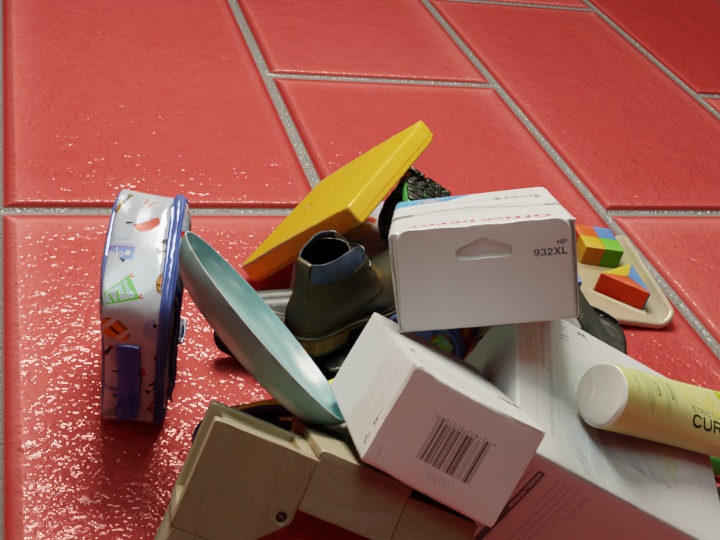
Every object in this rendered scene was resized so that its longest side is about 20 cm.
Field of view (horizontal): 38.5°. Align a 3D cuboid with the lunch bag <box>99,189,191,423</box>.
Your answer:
[{"bbox_3d":[-0.191,0.040,0.907,0.075,0.200,0.161,4,52,-9],"label":"lunch bag"}]

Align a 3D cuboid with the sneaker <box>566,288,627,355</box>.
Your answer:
[{"bbox_3d":[0.229,0.058,1.092,0.090,0.066,0.201,-12,70,-49],"label":"sneaker"}]

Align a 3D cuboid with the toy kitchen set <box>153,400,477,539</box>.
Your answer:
[{"bbox_3d":[-0.053,0.211,0.776,0.199,0.181,0.163,24,-2,-10],"label":"toy kitchen set"}]

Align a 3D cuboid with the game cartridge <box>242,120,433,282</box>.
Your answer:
[{"bbox_3d":[-0.022,-0.074,1.119,0.032,0.200,0.176,50,50,-14],"label":"game cartridge"}]

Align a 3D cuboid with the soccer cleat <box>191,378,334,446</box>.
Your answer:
[{"bbox_3d":[-0.049,0.135,0.905,0.199,0.084,0.065,-12,84,-24],"label":"soccer cleat"}]

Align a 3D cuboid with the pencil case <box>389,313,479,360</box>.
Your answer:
[{"bbox_3d":[0.090,0.029,1.040,0.078,0.087,0.200,55,37,-14],"label":"pencil case"}]

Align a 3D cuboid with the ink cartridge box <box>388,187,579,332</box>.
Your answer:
[{"bbox_3d":[0.102,-0.014,0.887,0.144,0.084,0.200,-5,10,5],"label":"ink cartridge box"}]

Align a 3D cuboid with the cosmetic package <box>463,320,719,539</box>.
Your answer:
[{"bbox_3d":[0.183,0.158,0.871,0.199,0.123,0.200,29,32,-10],"label":"cosmetic package"}]

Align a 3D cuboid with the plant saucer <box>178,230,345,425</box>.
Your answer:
[{"bbox_3d":[-0.084,0.052,0.833,0.027,0.200,0.200,-40,47,0],"label":"plant saucer"}]

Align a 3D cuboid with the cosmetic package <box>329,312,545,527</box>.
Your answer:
[{"bbox_3d":[0.050,0.106,0.788,0.113,0.081,0.200,29,4,-12],"label":"cosmetic package"}]

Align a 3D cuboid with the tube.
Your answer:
[{"bbox_3d":[0.260,0.116,0.839,0.199,0.058,0.052,18,-6,-35],"label":"tube"}]

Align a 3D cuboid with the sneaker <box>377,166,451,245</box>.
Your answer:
[{"bbox_3d":[0.062,-0.052,1.111,0.078,0.085,0.200,31,10,-7],"label":"sneaker"}]

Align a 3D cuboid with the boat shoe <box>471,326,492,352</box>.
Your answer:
[{"bbox_3d":[0.203,0.092,0.999,0.199,0.072,0.066,19,58,-5],"label":"boat shoe"}]

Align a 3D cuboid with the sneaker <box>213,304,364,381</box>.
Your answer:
[{"bbox_3d":[-0.042,0.091,1.002,0.199,0.060,0.104,8,30,-15],"label":"sneaker"}]

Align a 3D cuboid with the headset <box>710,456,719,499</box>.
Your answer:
[{"bbox_3d":[0.353,0.211,0.919,0.123,0.094,0.200,-4,25,-22],"label":"headset"}]

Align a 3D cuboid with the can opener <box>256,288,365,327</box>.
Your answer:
[{"bbox_3d":[-0.044,0.054,1.068,0.199,0.067,0.053,-4,15,-1],"label":"can opener"}]

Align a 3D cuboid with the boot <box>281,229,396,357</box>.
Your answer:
[{"bbox_3d":[0.000,0.000,1.000,0.074,0.097,0.200,25,38,25],"label":"boot"}]

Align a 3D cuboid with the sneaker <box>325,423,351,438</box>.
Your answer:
[{"bbox_3d":[0.038,0.166,0.902,0.199,0.075,0.082,-7,37,-26],"label":"sneaker"}]

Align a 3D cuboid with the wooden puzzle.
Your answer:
[{"bbox_3d":[0.263,-0.007,1.256,0.199,0.046,0.186,3,35,-13],"label":"wooden puzzle"}]

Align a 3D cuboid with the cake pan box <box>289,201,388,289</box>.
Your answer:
[{"bbox_3d":[0.041,-0.007,1.184,0.199,0.052,0.184,19,36,10],"label":"cake pan box"}]
